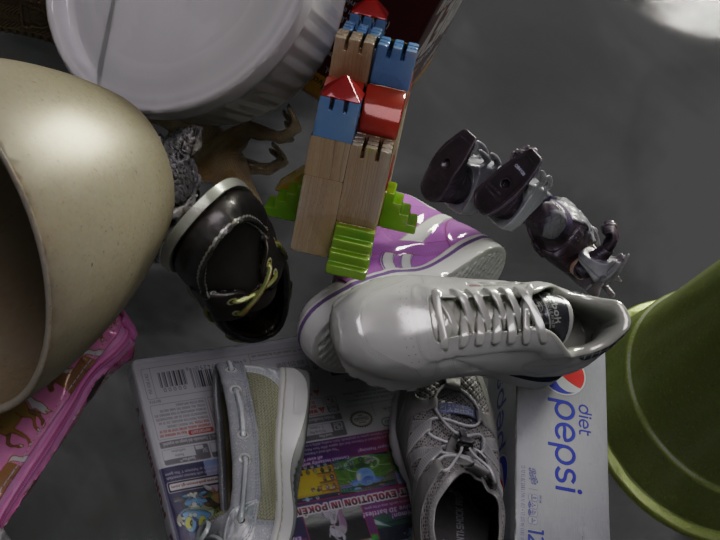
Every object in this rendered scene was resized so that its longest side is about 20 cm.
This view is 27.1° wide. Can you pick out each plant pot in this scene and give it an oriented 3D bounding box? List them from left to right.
[{"bbox_3d":[0.281,0.060,1.023,0.199,0.190,0.201,9,56,-14],"label":"plant pot"}]

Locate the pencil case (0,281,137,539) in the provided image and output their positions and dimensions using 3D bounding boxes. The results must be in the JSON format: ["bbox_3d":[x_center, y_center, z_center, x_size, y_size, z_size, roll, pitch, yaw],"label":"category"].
[{"bbox_3d":[-0.212,0.094,0.900,0.086,0.083,0.200,31,53,-5],"label":"pencil case"}]

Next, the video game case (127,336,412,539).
[{"bbox_3d":[-0.036,0.128,0.975,0.199,0.023,0.183,-7,61,-23],"label":"video game case"}]

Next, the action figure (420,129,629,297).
[{"bbox_3d":[0.130,-0.042,1.069,0.130,0.070,0.200,40,10,33],"label":"action figure"}]

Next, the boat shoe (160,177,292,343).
[{"bbox_3d":[-0.076,-0.001,0.940,0.072,0.201,0.061,-43,80,-8],"label":"boat shoe"}]

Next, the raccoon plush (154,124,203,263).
[{"bbox_3d":[-0.191,-0.067,0.975,0.199,0.134,0.097,24,55,-3],"label":"raccoon plush"}]

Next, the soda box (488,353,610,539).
[{"bbox_3d":[0.126,0.116,1.011,0.068,0.064,0.201,11,56,-11],"label":"soda box"}]

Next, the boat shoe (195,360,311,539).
[{"bbox_3d":[-0.072,0.141,0.899,0.064,0.075,0.203,12,51,-5],"label":"boat shoe"}]

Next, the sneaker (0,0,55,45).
[{"bbox_3d":[-0.210,-0.220,1.108,0.199,0.070,0.109,16,57,-5],"label":"sneaker"}]

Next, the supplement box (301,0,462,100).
[{"bbox_3d":[-0.011,-0.251,1.098,0.197,0.200,0.133,32,37,3],"label":"supplement box"}]

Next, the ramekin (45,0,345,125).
[{"bbox_3d":[-0.101,-0.188,0.988,0.203,0.202,0.094,60,16,21],"label":"ramekin"}]

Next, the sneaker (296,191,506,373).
[{"bbox_3d":[0.000,0.001,1.025,0.114,0.073,0.200,36,32,24],"label":"sneaker"}]

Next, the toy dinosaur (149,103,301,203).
[{"bbox_3d":[-0.095,-0.082,1.061,0.101,0.058,0.200,-20,44,-29],"label":"toy dinosaur"}]

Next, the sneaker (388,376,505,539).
[{"bbox_3d":[0.066,0.129,0.945,0.074,0.082,0.201,6,57,-16],"label":"sneaker"}]

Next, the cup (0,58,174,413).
[{"bbox_3d":[-0.191,-0.037,0.854,0.200,0.201,0.143,47,41,14],"label":"cup"}]

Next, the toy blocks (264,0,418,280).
[{"bbox_3d":[0.000,-0.096,0.968,0.099,0.137,0.200,13,22,1],"label":"toy blocks"}]

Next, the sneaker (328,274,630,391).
[{"bbox_3d":[0.073,0.032,0.930,0.199,0.080,0.077,1,76,-33],"label":"sneaker"}]
